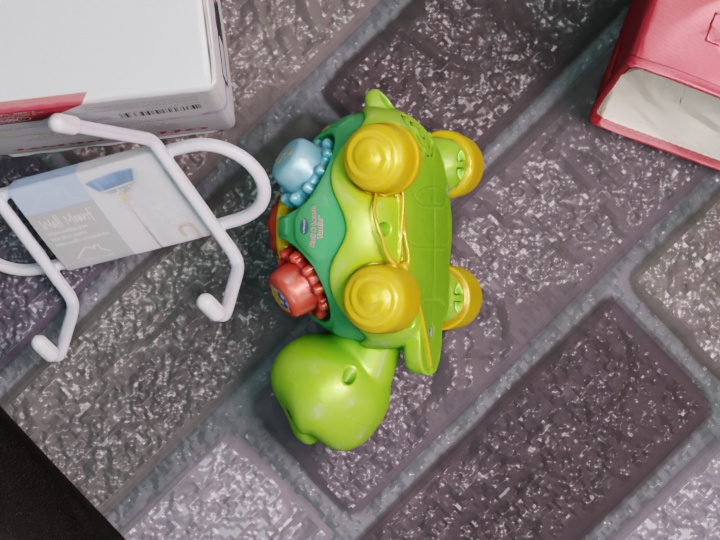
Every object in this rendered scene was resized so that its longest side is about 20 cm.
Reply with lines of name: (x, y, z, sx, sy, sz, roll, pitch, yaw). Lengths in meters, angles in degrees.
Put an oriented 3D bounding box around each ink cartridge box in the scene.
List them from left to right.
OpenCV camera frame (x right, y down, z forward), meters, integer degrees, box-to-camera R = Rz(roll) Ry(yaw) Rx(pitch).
ink cartridge box: (-0.148, -0.117, 1.549, 0.146, 0.200, 0.083, -7, 87, 0)

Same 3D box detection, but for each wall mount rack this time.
wall mount rack: (-0.157, -0.032, 1.556, 0.200, 0.075, 0.174, -14, 131, 28)

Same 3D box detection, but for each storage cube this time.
storage cube: (0.238, -0.147, 1.554, 0.171, 0.200, 0.180, 20, 83, 1)

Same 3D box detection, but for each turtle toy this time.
turtle toy: (0.000, 0.000, 1.589, 0.101, 0.146, 0.200, 1, 90, 21)

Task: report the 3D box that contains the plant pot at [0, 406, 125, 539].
plant pot: (-0.267, 0.158, 1.560, 0.200, 0.177, 0.200, -43, 91, 1)
